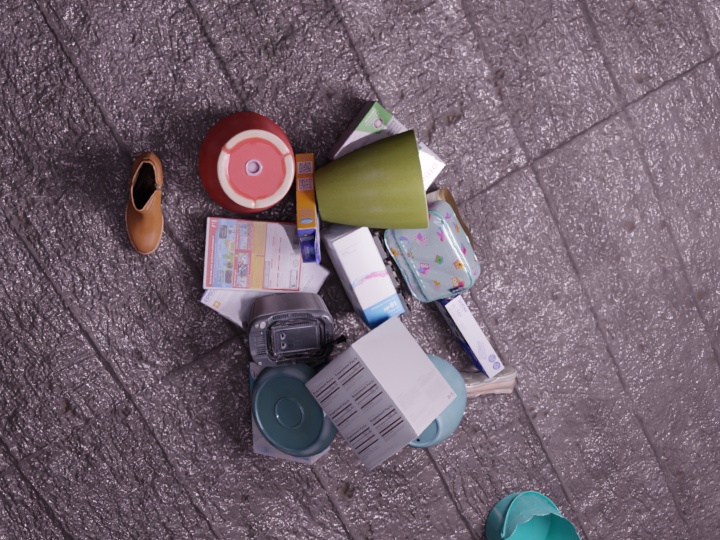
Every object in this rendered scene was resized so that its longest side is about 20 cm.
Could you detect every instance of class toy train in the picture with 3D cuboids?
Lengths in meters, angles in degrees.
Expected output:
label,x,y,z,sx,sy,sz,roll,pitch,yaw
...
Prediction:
label,x,y,z,sx,sy,sz,roll,pitch,yaw
toy train,0.060,0.005,1.664,0.034,0.046,0.201,-24,107,-4

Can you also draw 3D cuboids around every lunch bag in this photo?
label,x,y,z,sx,sy,sz,roll,pitch,yaw
lunch bag,0.147,-0.032,1.630,0.159,0.077,0.201,-19,107,30

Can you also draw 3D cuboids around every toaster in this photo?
label,x,y,z,sx,sy,sz,roll,pitch,yaw
toaster,-0.132,0.110,1.540,0.198,0.129,0.115,-7,112,-9

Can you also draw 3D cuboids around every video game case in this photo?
label,x,y,z,sx,sy,sz,roll,pitch,yaw
video game case,-0.211,-0.030,1.563,0.198,0.017,0.145,3,99,-14

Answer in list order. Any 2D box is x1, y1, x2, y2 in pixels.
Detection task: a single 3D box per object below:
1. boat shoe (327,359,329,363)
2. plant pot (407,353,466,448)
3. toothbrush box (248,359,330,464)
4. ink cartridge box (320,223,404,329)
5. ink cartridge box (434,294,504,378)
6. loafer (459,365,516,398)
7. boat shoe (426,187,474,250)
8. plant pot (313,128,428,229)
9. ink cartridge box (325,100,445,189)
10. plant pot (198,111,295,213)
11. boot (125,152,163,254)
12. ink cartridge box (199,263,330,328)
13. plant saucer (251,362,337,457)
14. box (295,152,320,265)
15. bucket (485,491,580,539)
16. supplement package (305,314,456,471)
label,x,y,z,sx,sy,sz,roll,pitch,yaw
boat shoe,-0.089,0.220,1.660,0.067,0.071,0.202,-13,103,-48
plant pot,0.126,0.296,1.657,0.198,0.135,0.202,2,111,6
toothbrush box,-0.145,0.280,1.611,0.145,0.085,0.202,6,105,26
ink cartridge box,0.000,0.000,1.595,0.084,0.145,0.201,-28,106,-7
ink cartridge box,0.234,0.133,1.708,0.044,0.094,0.201,-35,107,-5
loafer,0.259,0.263,1.756,0.198,0.072,0.063,-8,110,-16
boat shoe,0.189,-0.079,1.675,0.064,0.072,0.201,-15,113,27
plant pot,0.017,-0.156,1.479,0.198,0.187,0.189,-9,104,3
ink cartridge box,0.053,-0.225,1.595,0.199,0.084,0.147,37,91,-17
plant pot,-0.209,-0.199,1.486,0.198,0.177,0.203,-3,101,-13
boot,-0.401,-0.119,1.464,0.076,0.155,0.202,9,99,-16
ink cartridge box,-0.196,0.030,1.607,0.199,0.043,0.197,34,92,-14
plant saucer,-0.136,0.277,1.542,0.198,0.027,0.202,6,104,24
box,-0.101,-0.111,1.507,0.041,0.119,0.202,-2,59,1
bucket,0.397,0.626,1.827,0.205,0.135,0.209,-3,103,-14
supplement package,0.041,0.227,1.484,0.147,0.191,0.201,-42,82,31
